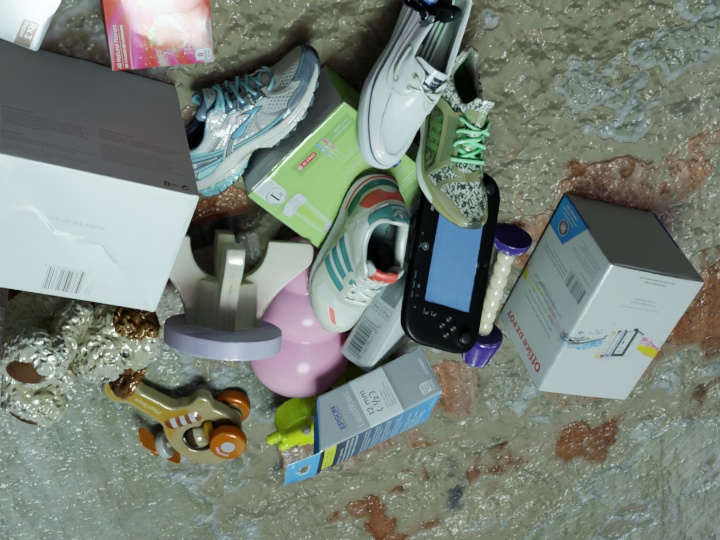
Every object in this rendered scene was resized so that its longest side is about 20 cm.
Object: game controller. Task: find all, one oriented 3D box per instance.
[{"bbox_3d":[0.096,-0.015,1.211,0.104,0.042,0.202,19,77,-42],"label":"game controller"}]

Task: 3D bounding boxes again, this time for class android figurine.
[{"bbox_3d":[-0.029,0.175,1.459,0.199,0.041,0.182,-30,156,3],"label":"android figurine"}]

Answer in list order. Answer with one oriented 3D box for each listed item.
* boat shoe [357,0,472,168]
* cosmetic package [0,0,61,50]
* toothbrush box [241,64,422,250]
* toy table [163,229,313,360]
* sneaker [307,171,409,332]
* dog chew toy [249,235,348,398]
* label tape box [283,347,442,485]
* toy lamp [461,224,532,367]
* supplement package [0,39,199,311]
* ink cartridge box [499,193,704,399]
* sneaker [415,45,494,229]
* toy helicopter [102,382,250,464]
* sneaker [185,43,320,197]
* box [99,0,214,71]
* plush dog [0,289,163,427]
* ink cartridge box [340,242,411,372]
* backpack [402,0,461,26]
[{"bbox_3d":[0.055,-0.199,1.137,0.073,0.067,0.202,15,92,-39],"label":"boat shoe"},{"bbox_3d":[-0.285,-0.279,0.929,0.074,0.201,0.102,17,121,-29],"label":"cosmetic package"},{"bbox_3d":[-0.015,-0.101,1.240,0.146,0.086,0.200,-42,128,16],"label":"toothbrush box"},{"bbox_3d":[-0.147,0.022,1.216,0.182,0.200,0.118,2,97,-24],"label":"toy table"},{"bbox_3d":[0.000,0.000,1.206,0.070,0.094,0.201,8,122,-25],"label":"sneaker"},{"bbox_3d":[-0.068,0.049,1.329,0.123,0.125,0.202,-1,120,-17],"label":"dog chew toy"},{"bbox_3d":[-0.010,0.177,1.338,0.199,0.066,0.143,-23,163,-12],"label":"label tape box"},{"bbox_3d":[0.169,0.038,1.434,0.058,0.058,0.201,0,128,-18],"label":"toy lamp"},{"bbox_3d":[-0.277,-0.091,1.087,0.190,0.201,0.148,12,124,-25],"label":"supplement package"},{"bbox_3d":[0.295,0.037,1.414,0.144,0.148,0.201,9,125,-24],"label":"ink cartridge box"},{"bbox_3d":[0.104,-0.143,1.165,0.076,0.202,0.089,-1,163,-28],"label":"sneaker"},{"bbox_3d":[-0.243,0.186,1.424,0.199,0.079,0.132,35,121,-25],"label":"toy helicopter"},{"bbox_3d":[-0.124,-0.162,1.162,0.200,0.078,0.086,-43,125,18],"label":"sneaker"},{"bbox_3d":[-0.192,-0.292,1.020,0.099,0.096,0.201,-8,130,-11],"label":"box"},{"bbox_3d":[-0.303,0.074,1.242,0.170,0.162,0.200,4,152,-15],"label":"plush dog"},{"bbox_3d":[0.071,0.015,1.338,0.050,0.200,0.163,36,125,11],"label":"ink cartridge box"},{"bbox_3d":[0.023,-0.338,1.001,0.189,0.200,0.155,22,114,-24],"label":"backpack"}]
